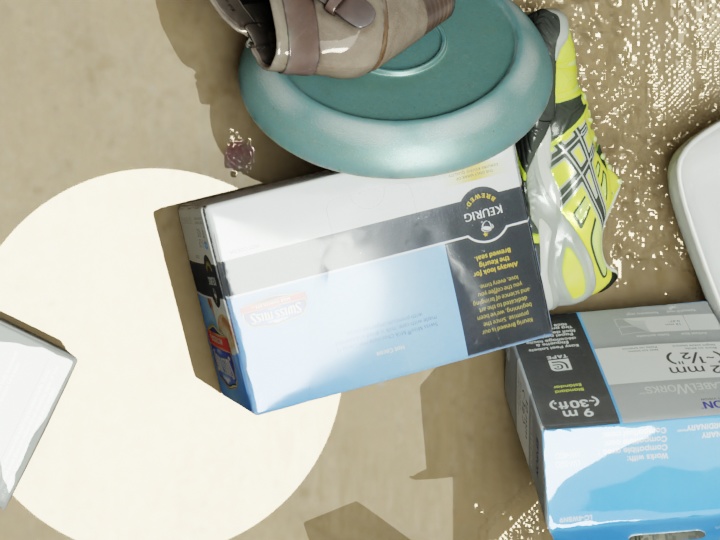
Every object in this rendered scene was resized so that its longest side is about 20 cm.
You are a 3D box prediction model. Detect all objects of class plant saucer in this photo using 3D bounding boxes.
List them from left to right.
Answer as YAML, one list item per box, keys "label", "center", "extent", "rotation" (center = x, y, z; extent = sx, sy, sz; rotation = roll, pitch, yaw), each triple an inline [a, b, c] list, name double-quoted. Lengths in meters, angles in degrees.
- label: "plant saucer"
  center: [0.022, -0.135, 1.085]
  extent: [0.198, 0.201, 0.028]
  rotation: [-14, 137, -12]

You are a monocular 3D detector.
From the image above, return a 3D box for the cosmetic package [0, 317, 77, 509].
- label: "cosmetic package"
  center: [-0.284, 0.055, 1.060]
  extent: [0.199, 0.090, 0.107]
  rotation: [29, 84, -9]

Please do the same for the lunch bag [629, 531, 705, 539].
- label: "lunch bag"
  center: [0.245, 0.202, 1.158]
  extent: [0.198, 0.139, 0.169]
  rotation: [1, 91, -14]

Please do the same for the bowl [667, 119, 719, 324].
- label: "bowl"
  center: [0.313, -0.030, 1.203]
  extent: [0.199, 0.075, 0.201]
  rotation: [-25, 96, -11]

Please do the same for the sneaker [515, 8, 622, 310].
- label: "sneaker"
  center: [0.132, -0.075, 1.166]
  extent: [0.076, 0.075, 0.202]
  rotation: [-5, 103, -20]

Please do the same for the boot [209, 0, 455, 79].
- label: "boot"
  center: [-0.036, -0.202, 1.066]
  extent: [0.145, 0.070, 0.201]
  rotation: [-16, 59, -32]

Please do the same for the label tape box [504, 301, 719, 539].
- label: "label tape box"
  center: [0.177, 0.099, 1.098]
  extent: [0.142, 0.200, 0.067]
  rotation: [-4, 118, -4]

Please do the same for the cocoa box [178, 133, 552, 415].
- label: "cocoa box"
  center: [0.000, 0.000, 1.098]
  extent: [0.198, 0.133, 0.132]
  rotation: [-14, 95, -13]
